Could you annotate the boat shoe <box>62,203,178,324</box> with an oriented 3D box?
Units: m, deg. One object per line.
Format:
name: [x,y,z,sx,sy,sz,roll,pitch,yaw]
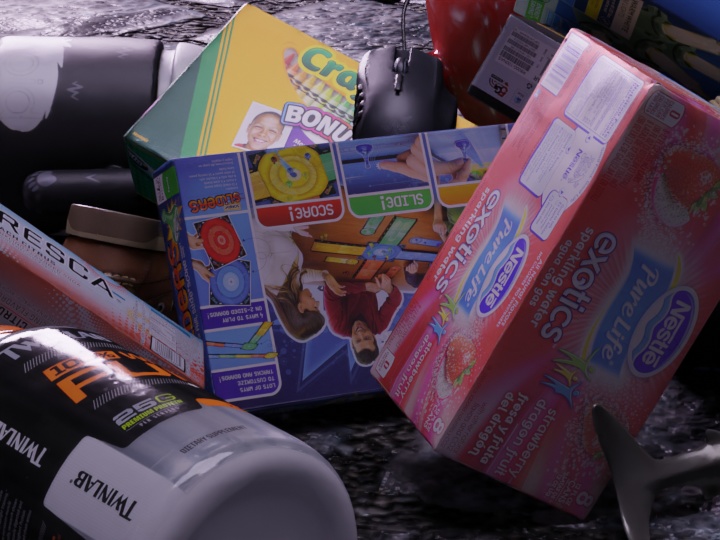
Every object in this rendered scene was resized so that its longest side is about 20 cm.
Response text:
boat shoe: [-0.126,0.006,1.366,0.072,0.068,0.200,11,-1,13]

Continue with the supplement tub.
supplement tub: [-0.106,0.097,1.040,0.122,0.123,0.200,-15,26,-39]

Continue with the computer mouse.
computer mouse: [0.026,-0.133,1.407,0.058,0.034,0.201,0,56,4]

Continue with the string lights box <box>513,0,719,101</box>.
string lights box: [0.194,-0.145,1.450,0.200,0.103,0.059,32,71,8]

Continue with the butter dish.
butter dish: [0.100,-0.148,1.677,0.147,0.200,0.200,-21,26,-12]

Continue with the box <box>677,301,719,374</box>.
box: [0.261,0.021,1.279,0.199,0.044,0.160,4,-14,5]

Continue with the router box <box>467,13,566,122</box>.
router box: [0.166,-0.071,1.402,0.200,0.052,0.157,32,9,8]

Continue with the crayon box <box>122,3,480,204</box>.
crayon box: [-0.019,-0.056,1.413,0.200,0.058,0.119,29,63,21]

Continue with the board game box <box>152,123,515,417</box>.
board game box: [0.000,0.000,1.302,0.199,0.136,0.034,-7,-9,-24]

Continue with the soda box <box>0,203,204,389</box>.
soda box: [-0.171,0.016,1.192,0.200,0.068,0.064,36,14,-15]

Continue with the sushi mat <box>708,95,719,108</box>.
sushi mat: [0.243,-0.057,1.306,0.095,0.012,0.200,17,13,-6]

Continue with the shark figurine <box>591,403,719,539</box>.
shark figurine: [0.217,0.079,1.174,0.214,0.090,0.128,6,19,7]

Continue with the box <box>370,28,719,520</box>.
box: [0.104,0.001,1.186,0.094,0.200,0.103,26,9,-25]

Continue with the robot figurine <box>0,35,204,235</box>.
robot figurine: [-0.165,-0.080,1.528,0.199,0.125,0.151,1,64,0]
